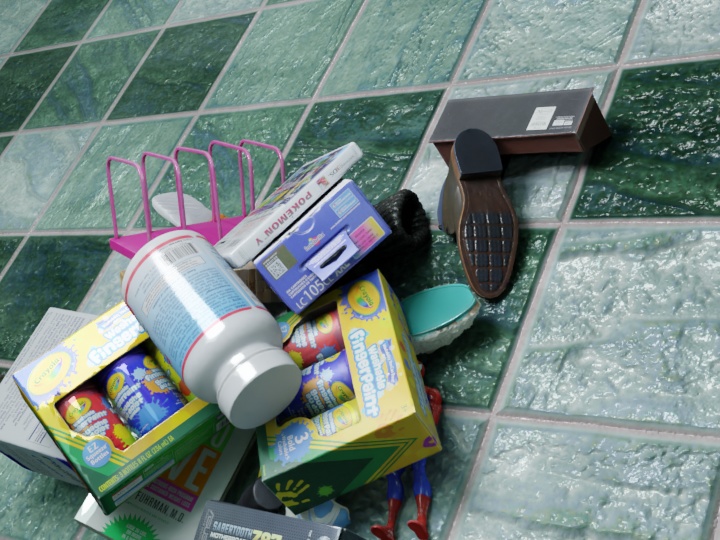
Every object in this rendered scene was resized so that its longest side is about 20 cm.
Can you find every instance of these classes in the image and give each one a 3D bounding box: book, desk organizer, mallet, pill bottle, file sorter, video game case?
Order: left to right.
[{"bbox_3d":[-0.208,0.219,1.221,0.133,0.048,0.201,25,66,4],"label":"book"},{"bbox_3d":[-0.205,-0.092,1.382,0.198,0.127,0.139,-12,18,-30],"label":"file sorter"},{"bbox_3d":[-0.147,0.059,1.087,0.109,0.109,0.200,-41,57,-4],"label":"pill bottle"},{"bbox_3d":[-0.096,0.174,1.191,0.066,0.041,0.202,135,147,-59],"label":"mallet"},{"bbox_3d":[-0.094,-0.065,1.221,0.182,0.023,0.200,-44,11,-14],"label":"video game case"},{"bbox_3d":[0.190,-0.159,1.306,0.199,0.077,0.072,2,53,38],"label":"desk organizer"}]

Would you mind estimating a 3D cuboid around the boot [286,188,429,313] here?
[{"bbox_3d":[-0.001,-0.002,1.301,0.157,0.080,0.212,-17,44,24],"label":"boot"}]

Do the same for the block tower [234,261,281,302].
[{"bbox_3d":[-0.185,0.012,1.367,0.198,0.054,0.058,-6,30,-14],"label":"block tower"}]

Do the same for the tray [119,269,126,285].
[{"bbox_3d":[-0.215,0.041,1.403,0.098,0.037,0.199,-22,37,-34],"label":"tray"}]

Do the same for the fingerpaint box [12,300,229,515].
[{"bbox_3d":[-0.240,0.128,1.175,0.199,0.074,0.167,-35,72,-20],"label":"fingerpaint box"}]

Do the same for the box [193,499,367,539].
[{"bbox_3d":[-0.028,0.265,0.974,0.157,0.200,0.051,2,65,38],"label":"box"}]

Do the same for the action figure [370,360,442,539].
[{"bbox_3d":[0.050,0.176,1.122,0.065,0.052,0.201,-18,41,28],"label":"action figure"}]

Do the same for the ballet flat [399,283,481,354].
[{"bbox_3d":[0.046,0.071,1.207,0.198,0.072,0.072,-20,43,17],"label":"ballet flat"}]

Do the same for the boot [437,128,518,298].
[{"bbox_3d":[0.134,-0.053,1.271,0.074,0.097,0.202,1,71,-9],"label":"boot"}]

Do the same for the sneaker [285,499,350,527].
[{"bbox_3d":[-0.043,0.194,1.165,0.072,0.072,0.201,-2,44,-2],"label":"sneaker"}]

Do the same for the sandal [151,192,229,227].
[{"bbox_3d":[-0.218,-0.046,1.520,0.079,0.060,0.206,-18,38,-36],"label":"sandal"}]

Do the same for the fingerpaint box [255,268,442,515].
[{"bbox_3d":[-0.024,0.118,1.107,0.166,0.074,0.201,-25,42,11],"label":"fingerpaint box"}]

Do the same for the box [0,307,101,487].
[{"bbox_3d":[-0.331,0.155,1.311,0.199,0.105,0.185,6,58,39],"label":"box"}]

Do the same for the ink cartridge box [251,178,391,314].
[{"bbox_3d":[-0.049,-0.030,1.179,0.136,0.076,0.200,-41,10,-3],"label":"ink cartridge box"}]
